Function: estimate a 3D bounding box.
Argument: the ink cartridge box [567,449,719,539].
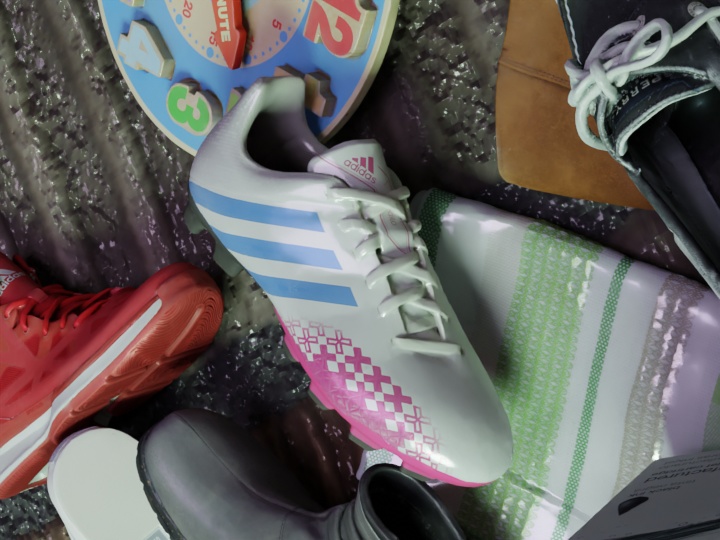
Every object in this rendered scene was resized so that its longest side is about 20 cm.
[{"bbox_3d":[0.139,0.120,0.626,0.146,0.200,0.084,-12,97,29],"label":"ink cartridge box"}]

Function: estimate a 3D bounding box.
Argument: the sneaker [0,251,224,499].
[{"bbox_3d":[-0.156,0.026,0.948,0.200,0.078,0.116,-41,75,36],"label":"sneaker"}]

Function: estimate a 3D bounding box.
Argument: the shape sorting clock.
[{"bbox_3d":[-0.058,-0.146,0.855,0.199,0.039,0.202,9,105,38],"label":"shape sorting clock"}]

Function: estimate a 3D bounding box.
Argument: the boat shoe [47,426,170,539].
[{"bbox_3d":[-0.090,0.167,0.930,0.200,0.072,0.069,49,165,-1],"label":"boat shoe"}]

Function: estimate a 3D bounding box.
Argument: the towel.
[{"bbox_3d":[0.089,0.063,0.783,0.199,0.031,0.150,23,114,34],"label":"towel"}]

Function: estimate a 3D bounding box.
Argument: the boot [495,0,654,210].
[{"bbox_3d":[0.143,-0.097,0.701,0.199,0.068,0.190,26,122,41],"label":"boot"}]

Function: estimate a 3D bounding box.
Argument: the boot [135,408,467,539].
[{"bbox_3d":[-0.011,0.115,0.833,0.200,0.070,0.132,45,144,10],"label":"boot"}]

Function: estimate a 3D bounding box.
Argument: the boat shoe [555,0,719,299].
[{"bbox_3d":[0.107,-0.062,0.646,0.074,0.068,0.200,-47,60,43],"label":"boat shoe"}]

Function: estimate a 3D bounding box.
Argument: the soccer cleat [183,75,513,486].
[{"bbox_3d":[0.000,0.000,0.781,0.200,0.070,0.087,47,123,23],"label":"soccer cleat"}]
